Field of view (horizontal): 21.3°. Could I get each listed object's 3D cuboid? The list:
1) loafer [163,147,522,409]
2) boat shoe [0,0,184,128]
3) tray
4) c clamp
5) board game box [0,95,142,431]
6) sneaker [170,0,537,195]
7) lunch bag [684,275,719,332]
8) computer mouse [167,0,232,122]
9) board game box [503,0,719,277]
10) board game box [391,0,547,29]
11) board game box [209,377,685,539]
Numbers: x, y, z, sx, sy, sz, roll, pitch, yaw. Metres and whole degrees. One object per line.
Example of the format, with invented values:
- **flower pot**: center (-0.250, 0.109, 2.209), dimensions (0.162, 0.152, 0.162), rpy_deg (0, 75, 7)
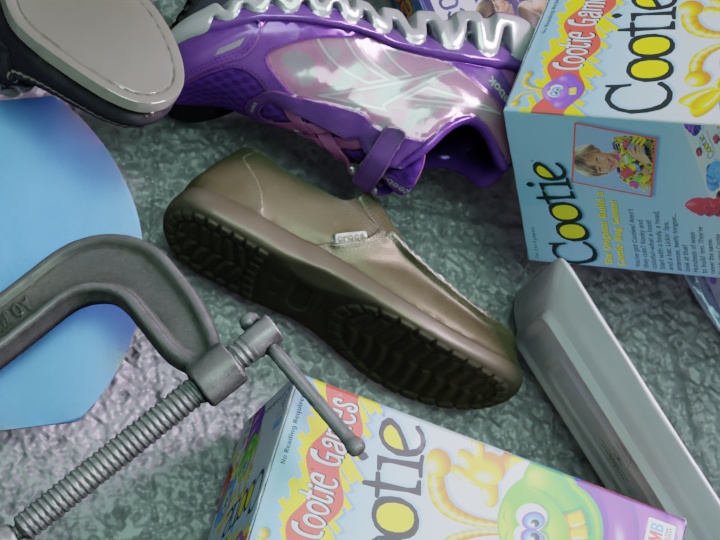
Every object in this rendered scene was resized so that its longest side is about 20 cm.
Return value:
- **loafer**: center (0.000, 0.000, 0.960), dimensions (0.199, 0.076, 0.068), rpy_deg (31, 60, -10)
- **boat shoe**: center (-0.160, -0.117, 0.920), dimensions (0.200, 0.063, 0.072), rpy_deg (38, 41, 25)
- **tray**: center (0.135, 0.092, 0.959), dimensions (0.022, 0.107, 0.201), rpy_deg (-31, 84, -14)
- **c clamp**: center (-0.124, 0.067, 0.852), dimensions (0.199, 0.027, 0.171), rpy_deg (-33, 62, -5)
- **board game box**: center (-0.204, 0.003, 0.922), dimensions (0.198, 0.039, 0.160), rpy_deg (-7, 81, -13)
- **sneaker**: center (-0.002, -0.082, 0.942), dimensions (0.198, 0.080, 0.089), rpy_deg (3, 73, -18)
- **lunch bag**: center (0.280, -0.006, 1.023), dimensions (0.169, 0.127, 0.201), rpy_deg (-32, 78, -22)
- **computer mouse**: center (-0.044, -0.163, 0.999), dimensions (0.058, 0.034, 0.201), rpy_deg (30, 78, 5)
- **board game box**: center (0.184, -0.067, 0.942), dimensions (0.198, 0.105, 0.103), rpy_deg (6, 47, 20)
- **board game box**: center (0.075, -0.183, 1.058), dimensions (0.134, 0.034, 0.202), rpy_deg (-18, 80, -20)
- **board game box**: center (0.035, 0.140, 0.907), dimensions (0.198, 0.105, 0.104), rpy_deg (21, 68, -11)
